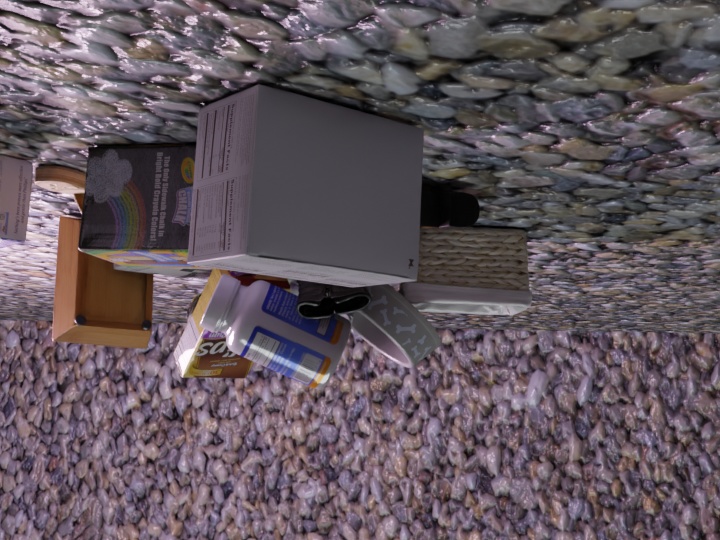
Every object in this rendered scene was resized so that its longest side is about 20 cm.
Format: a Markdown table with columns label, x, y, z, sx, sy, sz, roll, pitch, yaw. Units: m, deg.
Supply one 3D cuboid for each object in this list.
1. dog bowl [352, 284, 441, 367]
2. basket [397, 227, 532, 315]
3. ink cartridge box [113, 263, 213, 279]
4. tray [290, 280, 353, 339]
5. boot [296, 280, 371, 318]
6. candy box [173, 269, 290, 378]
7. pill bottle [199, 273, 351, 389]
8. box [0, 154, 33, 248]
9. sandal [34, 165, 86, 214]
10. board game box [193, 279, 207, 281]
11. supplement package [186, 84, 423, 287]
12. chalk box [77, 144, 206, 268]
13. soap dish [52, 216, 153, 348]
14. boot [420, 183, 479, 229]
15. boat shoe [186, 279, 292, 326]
| label | x | y | z | sx | sy | sz | roll | pitch | yaw |
| --- | --- | --- | --- | --- | --- | --- | --- | --- | --- |
| dog bowl | 0.030 | 0.073 | 1.555 | 0.200 | 0.059 | 0.200 | 39 | 167 | 10 |
| basket | 0.157 | 0.000 | 1.567 | 0.199 | 0.124 | 0.136 | 2 | 172 | -3 |
| ink cartridge box | -0.262 | -0.038 | 1.565 | 0.199 | 0.085 | 0.145 | 7 | 171 | -35 |
| tray | -0.056 | 0.057 | 1.544 | 0.107 | 0.022 | 0.200 | 31 | 167 | 4 |
| boot | 0.000 | 0.000 | 1.426 | 0.199 | 0.132 | 0.070 | -20 | 134 | 3 |
| candy box | -0.200 | 0.081 | 1.564 | 0.116 | 0.057 | 0.201 | 5 | 130 | -34 |
| pill bottle | -0.123 | 0.082 | 1.442 | 0.199 | 0.113 | 0.112 | 25 | 169 | -7 |
| box | -0.530 | -0.087 | 1.220 | 0.199 | 0.106 | 0.183 | 10 | 169 | -40 |
| sandal | -0.350 | -0.081 | 1.334 | 0.077 | 0.070 | 0.211 | -1 | 171 | 27 |
| board game box | -0.185 | -0.005 | 1.860 | 0.199 | 0.065 | 0.147 | 10 | 170 | -38 |
| supplement package | -0.049 | -0.074 | 0.975 | 0.199 | 0.157 | 0.111 | 9 | 171 | -38 |
| chalk box | -0.203 | -0.071 | 1.165 | 0.199 | 0.125 | 0.124 | 2 | 172 | 14 |
| soap dish | -0.401 | 0.017 | 1.596 | 0.157 | 0.201 | 0.081 | 9 | 164 | -35 |
| boot | 0.023 | -0.088 | 1.290 | 0.187 | 0.069 | 0.200 | -1 | -177 | -34 |
| boat shoe | -0.186 | 0.043 | 1.625 | 0.201 | 0.060 | 0.072 | -21 | 130 | 0 |
